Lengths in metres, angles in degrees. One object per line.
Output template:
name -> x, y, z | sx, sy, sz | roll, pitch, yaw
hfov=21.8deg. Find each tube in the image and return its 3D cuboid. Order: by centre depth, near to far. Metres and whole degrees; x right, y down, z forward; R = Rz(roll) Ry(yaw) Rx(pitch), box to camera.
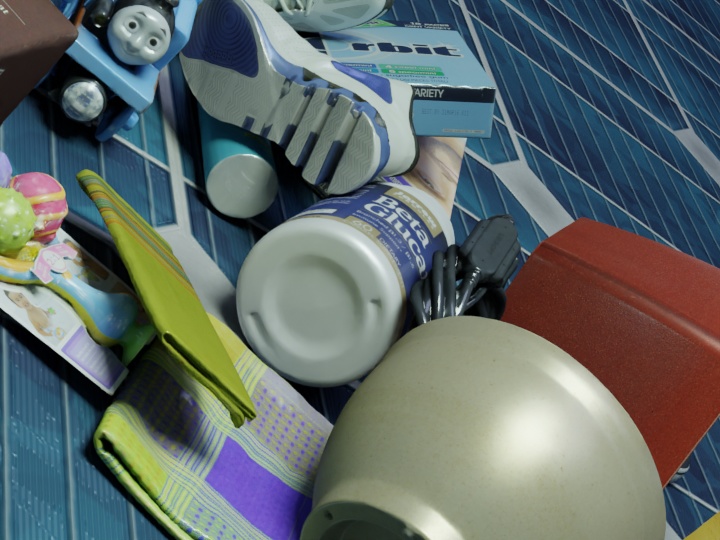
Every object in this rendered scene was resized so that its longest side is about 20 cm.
tube -> -0.094, -0.107, 1.379 | 0.077, 0.050, 0.200 | 51, 12, -29

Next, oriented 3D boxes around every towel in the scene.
towel -> -0.076, 0.101, 1.082 | 0.144, 0.023, 0.200 | 45, 22, -5
towel -> -0.117, 0.013, 1.086 | 0.086, 0.018, 0.200 | 46, 5, -35

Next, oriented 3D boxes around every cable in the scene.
cable -> 0.052, 0.057, 1.227 | 0.051, 0.163, 0.200 | 21, 32, 8

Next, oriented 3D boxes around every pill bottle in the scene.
pill bottle -> 0.000, 0.000, 1.269 | 0.111, 0.111, 0.200 | 47, 22, 2

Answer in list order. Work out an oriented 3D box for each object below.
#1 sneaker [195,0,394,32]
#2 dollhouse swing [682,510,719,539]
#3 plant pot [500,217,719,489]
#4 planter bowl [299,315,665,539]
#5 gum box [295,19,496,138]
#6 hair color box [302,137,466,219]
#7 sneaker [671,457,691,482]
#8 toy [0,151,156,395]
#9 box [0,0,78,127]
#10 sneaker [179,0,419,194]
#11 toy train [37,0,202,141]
sneaker -> -0.080, -0.202, 1.429 | 0.115, 0.200, 0.076 | -48, 135, -56
dollhouse swing -> 0.269, 0.272, 1.170 | 0.182, 0.200, 0.176 | 40, 22, -16
plant pot -> 0.181, 0.072, 1.390 | 0.176, 0.200, 0.200 | 37, 21, 11
planter bowl -> 0.050, 0.145, 1.048 | 0.200, 0.200, 0.135 | 48, 49, 5
gum box -> 0.004, -0.155, 1.464 | 0.170, 0.045, 0.200 | 2, 22, -8
hair color box -> 0.024, -0.095, 1.539 | 0.109, 0.065, 0.200 | 42, 24, -12
sneaker -> 0.220, 0.085, 1.564 | 0.200, 0.079, 0.078 | 47, 21, -2
toy -> -0.191, -0.026, 1.059 | 0.200, 0.047, 0.115 | 44, 21, -7
box -> -0.276, -0.103, 0.880 | 0.164, 0.166, 0.200 | 46, 22, 2
sneaker -> -0.030, -0.119, 1.317 | 0.199, 0.081, 0.115 | 42, 22, 28
toy train -> -0.160, -0.171, 1.270 | 0.087, 0.114, 0.200 | 38, 23, -18
